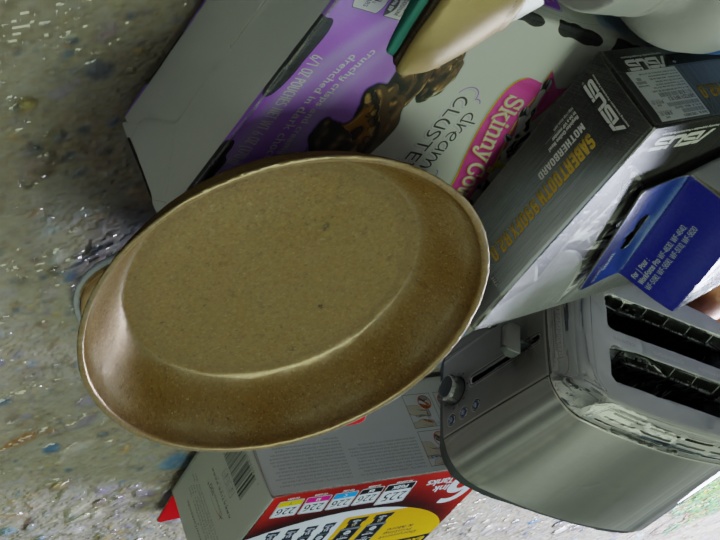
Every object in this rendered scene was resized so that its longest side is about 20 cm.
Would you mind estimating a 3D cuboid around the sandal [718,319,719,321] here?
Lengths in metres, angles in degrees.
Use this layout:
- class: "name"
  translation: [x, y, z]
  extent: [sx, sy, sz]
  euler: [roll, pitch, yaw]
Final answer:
- class: "sandal"
  translation: [0.234, -0.011, 0.967]
  extent: [0.078, 0.059, 0.209]
  euler: [-9, 126, -15]

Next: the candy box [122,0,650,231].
- class: "candy box"
  translation: [0.016, -0.088, 0.658]
  extent: [0.198, 0.072, 0.168]
  euler: [6, 138, -42]

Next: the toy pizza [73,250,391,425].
- class: "toy pizza"
  translation: [-0.065, 0.046, 0.766]
  extent: [0.197, 0.032, 0.201]
  euler: [8, 150, 4]

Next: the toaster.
- class: "toaster"
  translation: [0.153, 0.085, 0.846]
  extent: [0.198, 0.115, 0.129]
  euler: [21, 142, -22]

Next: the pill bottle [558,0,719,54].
- class: "pill bottle"
  translation: [0.180, -0.155, 0.630]
  extent: [0.198, 0.113, 0.113]
  euler: [-5, 146, -33]

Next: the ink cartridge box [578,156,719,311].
- class: "ink cartridge box"
  translation: [0.212, -0.037, 0.712]
  extent: [0.198, 0.039, 0.100]
  euler: [-24, 158, -23]

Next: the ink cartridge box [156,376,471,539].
- class: "ink cartridge box"
  translation: [-0.029, 0.165, 1.024]
  extent: [0.198, 0.085, 0.176]
  euler: [-3, 145, -34]

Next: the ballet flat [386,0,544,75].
- class: "ballet flat"
  translation: [0.082, -0.153, 0.524]
  extent: [0.202, 0.063, 0.069]
  euler: [-60, -173, 4]

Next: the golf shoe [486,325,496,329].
- class: "golf shoe"
  translation: [0.000, 0.000, 0.769]
  extent: [0.197, 0.095, 0.078]
  euler: [-7, 148, -26]

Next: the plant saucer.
- class: "plant saucer"
  translation: [-0.037, 0.010, 0.646]
  extent: [0.197, 0.036, 0.202]
  euler: [-13, 140, -11]

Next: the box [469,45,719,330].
- class: "box"
  translation: [0.151, -0.050, 0.717]
  extent: [0.198, 0.049, 0.159]
  euler: [-13, 151, -42]

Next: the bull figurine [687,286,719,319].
- class: "bull figurine"
  translation: [0.195, 0.005, 0.895]
  extent: [0.201, 0.120, 0.065]
  euler: [-60, 179, 39]
